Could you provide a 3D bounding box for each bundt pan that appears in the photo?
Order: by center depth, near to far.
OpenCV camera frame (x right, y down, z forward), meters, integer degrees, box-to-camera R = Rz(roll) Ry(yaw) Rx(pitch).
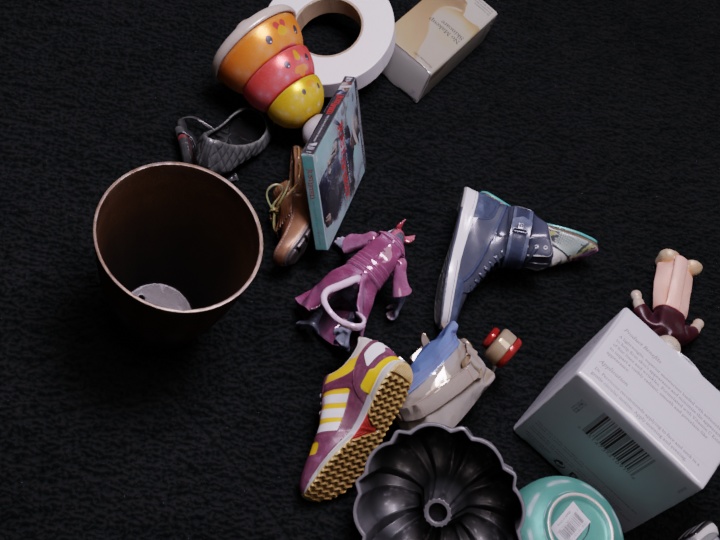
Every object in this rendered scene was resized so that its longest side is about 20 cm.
[{"bbox_3d":[0.094,0.268,1.201,0.202,0.203,0.076,42,13,8],"label":"bundt pan"}]

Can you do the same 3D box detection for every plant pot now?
[{"bbox_3d":[-0.222,0.010,1.208,0.184,0.201,0.190,9,58,-14],"label":"plant pot"}]

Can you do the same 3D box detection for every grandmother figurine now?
[{"bbox_3d":[0.446,0.063,1.509,0.119,0.061,0.202,18,54,1],"label":"grandmother figurine"}]

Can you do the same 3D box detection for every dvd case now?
[{"bbox_3d":[-0.032,-0.145,1.382,0.022,0.148,0.201,4,38,15],"label":"dvd case"}]

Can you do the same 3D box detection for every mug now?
[{"bbox_3d":[0.238,0.339,1.236,0.150,0.115,0.188,7,58,-16],"label":"mug"}]

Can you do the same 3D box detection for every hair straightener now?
[{"bbox_3d":[-0.206,-0.128,1.402,0.076,0.041,0.202,6,51,-41],"label":"hair straightener"}]

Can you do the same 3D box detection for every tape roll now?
[{"bbox_3d":[-0.047,-0.349,1.537,0.199,0.037,0.206,-2,67,5],"label":"tape roll"}]

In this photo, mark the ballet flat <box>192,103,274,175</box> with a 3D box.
[{"bbox_3d":[-0.162,-0.186,1.412,0.066,0.057,0.200,30,36,3],"label":"ballet flat"}]

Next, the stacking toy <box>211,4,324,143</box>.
[{"bbox_3d":[-0.095,-0.248,1.430,0.146,0.146,0.201,-36,85,-33],"label":"stacking toy"}]

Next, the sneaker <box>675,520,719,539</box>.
[{"bbox_3d":[0.406,0.404,1.286,0.198,0.075,0.116,-26,75,-31],"label":"sneaker"}]

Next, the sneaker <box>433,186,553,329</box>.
[{"bbox_3d":[0.184,-0.001,1.416,0.144,0.077,0.205,18,72,-2],"label":"sneaker"}]

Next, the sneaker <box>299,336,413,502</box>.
[{"bbox_3d":[-0.020,0.177,1.242,0.090,0.075,0.201,35,90,42],"label":"sneaker"}]

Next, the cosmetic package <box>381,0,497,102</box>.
[{"bbox_3d":[0.115,-0.363,1.626,0.105,0.071,0.200,39,56,6],"label":"cosmetic package"}]

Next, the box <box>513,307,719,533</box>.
[{"bbox_3d":[0.332,0.191,1.306,0.199,0.201,0.131,43,58,8],"label":"box"}]

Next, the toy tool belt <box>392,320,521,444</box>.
[{"bbox_3d":[0.101,0.119,1.307,0.123,0.125,0.200,41,67,6],"label":"toy tool belt"}]

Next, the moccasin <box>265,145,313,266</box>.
[{"bbox_3d":[-0.090,-0.091,1.392,0.077,0.074,0.204,17,56,-6],"label":"moccasin"}]

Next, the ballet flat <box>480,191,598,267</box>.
[{"bbox_3d":[0.241,-0.045,1.498,0.197,0.069,0.072,24,74,-1],"label":"ballet flat"}]

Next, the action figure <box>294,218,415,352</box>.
[{"bbox_3d":[0.000,0.000,1.337,0.133,0.149,0.201,36,69,11],"label":"action figure"}]
